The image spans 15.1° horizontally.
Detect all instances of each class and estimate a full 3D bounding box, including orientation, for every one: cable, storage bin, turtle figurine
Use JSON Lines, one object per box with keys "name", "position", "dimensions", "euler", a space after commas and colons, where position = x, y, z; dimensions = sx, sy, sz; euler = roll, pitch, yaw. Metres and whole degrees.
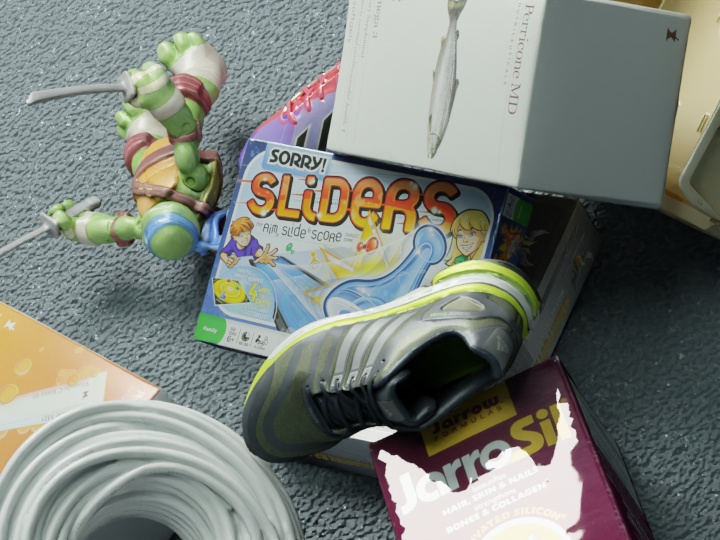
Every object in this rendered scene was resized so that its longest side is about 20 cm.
{"name": "cable", "position": [-0.130, 0.178, 1.615], "dimensions": [0.199, 0.069, 0.201], "euler": [-2, 73, -11]}
{"name": "storage bin", "position": [0.204, -0.141, 1.694], "dimensions": [0.200, 0.094, 0.199], "euler": [30, 93, 52]}
{"name": "turtle figurine", "position": [-0.165, -0.089, 1.837], "dimensions": [0.199, 0.144, 0.194], "euler": [2, 30, 3]}

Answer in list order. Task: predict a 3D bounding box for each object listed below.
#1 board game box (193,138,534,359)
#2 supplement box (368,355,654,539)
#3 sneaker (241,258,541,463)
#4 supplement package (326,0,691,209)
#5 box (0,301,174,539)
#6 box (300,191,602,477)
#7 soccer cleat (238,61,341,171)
{"name": "board game box", "position": [0.000, 0.000, 1.683], "dimensions": [0.200, 0.034, 0.136], "euler": [11, 83, 34]}
{"name": "supplement box", "position": [0.101, 0.170, 1.545], "dimensions": [0.131, 0.103, 0.200], "euler": [-27, 46, 8]}
{"name": "sneaker", "position": [0.010, 0.062, 1.574], "dimensions": [0.200, 0.074, 0.081], "euler": [-30, 20, 25]}
{"name": "supplement package", "position": [0.086, -0.112, 1.640], "dimensions": [0.200, 0.117, 0.117], "euler": [14, 96, 54]}
{"name": "box", "position": [-0.210, 0.113, 1.759], "dimensions": [0.200, 0.098, 0.124], "euler": [24, 68, 39]}
{"name": "box", "position": [0.043, 0.037, 1.721], "dimensions": [0.158, 0.048, 0.200], "euler": [9, 60, 32]}
{"name": "soccer cleat", "position": [-0.002, -0.125, 1.857], "dimensions": [0.200, 0.077, 0.067], "euler": [-27, 46, 5]}
